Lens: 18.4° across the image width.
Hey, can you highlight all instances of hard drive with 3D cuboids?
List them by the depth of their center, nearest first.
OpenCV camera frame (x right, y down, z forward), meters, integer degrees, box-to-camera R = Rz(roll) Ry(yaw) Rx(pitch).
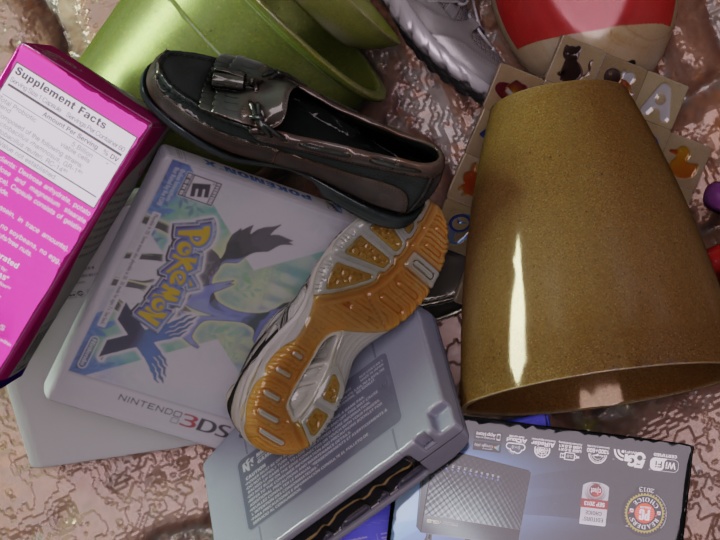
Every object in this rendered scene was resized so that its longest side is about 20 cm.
[{"bbox_3d":[-0.186,0.042,1.529,0.132,0.027,0.200,-9,121,4],"label":"hard drive"}]

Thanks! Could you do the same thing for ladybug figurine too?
[{"bbox_3d":[0.155,-0.219,1.563,0.136,0.072,0.200,-12,84,3],"label":"ladybug figurine"}]

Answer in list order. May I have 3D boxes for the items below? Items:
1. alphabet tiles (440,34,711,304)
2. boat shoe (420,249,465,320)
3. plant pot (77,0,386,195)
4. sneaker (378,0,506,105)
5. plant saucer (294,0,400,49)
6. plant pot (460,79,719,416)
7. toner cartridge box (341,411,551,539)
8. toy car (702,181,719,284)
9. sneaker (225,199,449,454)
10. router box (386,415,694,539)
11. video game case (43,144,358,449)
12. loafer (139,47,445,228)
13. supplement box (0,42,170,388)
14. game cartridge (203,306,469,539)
[{"bbox_3d":[0.146,-0.053,1.541,0.166,0.006,0.200,20,98,-14],"label":"alphabet tiles"},{"bbox_3d":[0.000,0.003,1.560,0.201,0.060,0.072,-3,84,4],"label":"boat shoe"},{"bbox_3d":[-0.117,-0.124,1.532,0.190,0.200,0.200,-45,83,11],"label":"plant pot"},{"bbox_3d":[0.054,-0.201,1.567,0.082,0.075,0.200,-39,83,1],"label":"sneaker"},{"bbox_3d":[-0.051,-0.219,1.517,0.031,0.200,0.200,-43,83,8],"label":"plant saucer"},{"bbox_3d":[0.145,-0.018,1.457,0.186,0.186,0.200,-8,80,3],"label":"plant pot"},{"bbox_3d":[0.043,0.164,1.550,0.200,0.043,0.095,-11,83,3],"label":"toner cartridge box"},{"bbox_3d":[0.298,-0.021,1.508,0.150,0.175,0.200,11,86,42],"label":"toy car"},{"bbox_3d":[-0.024,0.027,1.470,0.076,0.088,0.200,42,80,-20],"label":"sneaker"},{"bbox_3d":[0.117,0.178,1.491,0.200,0.062,0.150,7,86,4],"label":"router box"},{"bbox_3d":[-0.093,0.029,1.504,0.182,0.022,0.200,19,113,-23],"label":"video game case"},{"bbox_3d":[-0.039,-0.097,1.403,0.200,0.063,0.072,25,50,-12],"label":"loafer"},{"bbox_3d":[-0.216,-0.036,1.416,0.103,0.101,0.200,33,95,0],"label":"supplement box"},{"bbox_3d":[-0.019,0.115,1.480,0.200,0.040,0.133,-37,41,20],"label":"game cartridge"}]
